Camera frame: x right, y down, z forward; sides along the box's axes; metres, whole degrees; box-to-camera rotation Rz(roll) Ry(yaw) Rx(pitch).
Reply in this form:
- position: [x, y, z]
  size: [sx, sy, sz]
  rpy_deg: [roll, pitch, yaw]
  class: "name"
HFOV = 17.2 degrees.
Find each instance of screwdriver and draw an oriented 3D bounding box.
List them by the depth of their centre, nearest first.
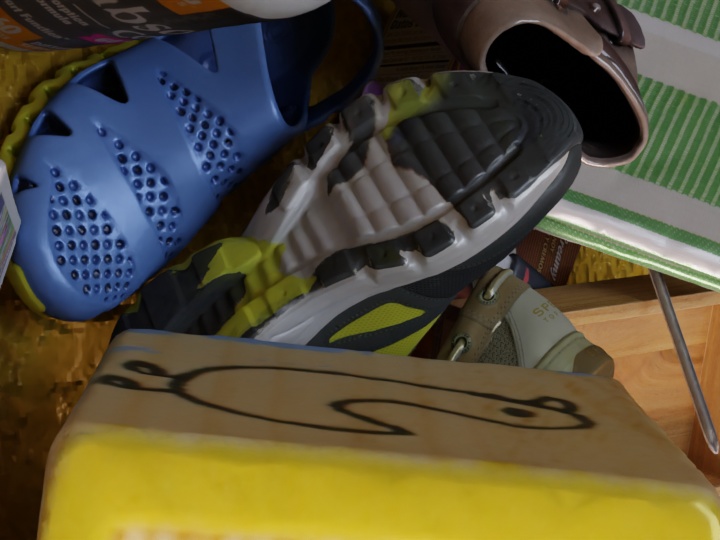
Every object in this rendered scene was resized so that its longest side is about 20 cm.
- position: [0.114, -0.014, 0.988]
  size: [0.028, 0.029, 0.202]
  rpy_deg: [9, 60, -42]
  class: "screwdriver"

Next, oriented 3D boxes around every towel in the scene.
- position: [0.141, -0.088, 1.001]
  size: [0.151, 0.023, 0.201]
  rpy_deg: [19, 62, -5]
  class: "towel"

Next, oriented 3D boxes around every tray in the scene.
- position: [0.100, 0.056, 1.000]
  size: [0.199, 0.037, 0.100]
  rpy_deg: [-6, 108, -48]
  class: "tray"

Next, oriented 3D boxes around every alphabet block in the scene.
- position: [-0.004, 0.134, 0.739]
  size: [0.193, 0.200, 0.198]
  rpy_deg: [4, 96, -3]
  class: "alphabet block"

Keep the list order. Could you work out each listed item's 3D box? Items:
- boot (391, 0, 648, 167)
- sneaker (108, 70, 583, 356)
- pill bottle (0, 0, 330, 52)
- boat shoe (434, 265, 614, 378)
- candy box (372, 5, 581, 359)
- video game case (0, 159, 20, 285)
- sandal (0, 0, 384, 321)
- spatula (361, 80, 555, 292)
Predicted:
- position: [0.031, -0.120, 0.894]
  size: [0.199, 0.147, 0.070]
  rpy_deg: [28, 112, -33]
  class: "boot"
- position: [0.000, 0.000, 0.869]
  size: [0.085, 0.199, 0.075]
  rpy_deg: [33, 29, -54]
  class: "sneaker"
- position: [-0.060, -0.140, 0.808]
  size: [0.116, 0.199, 0.118]
  rpy_deg: [2, 87, -45]
  class: "pill bottle"
- position: [0.009, 0.091, 0.887]
  size: [0.201, 0.063, 0.073]
  rpy_deg: [-50, 165, 7]
  class: "boat shoe"
- position: [0.029, -0.001, 1.001]
  size: [0.117, 0.056, 0.201]
  rpy_deg: [44, 60, -38]
  class: "candy box"
- position: [-0.136, 0.042, 0.730]
  size: [0.018, 0.200, 0.144]
  rpy_deg: [19, 85, -5]
  class: "video game case"
- position: [-0.060, -0.059, 0.889]
  size: [0.200, 0.087, 0.080]
  rpy_deg: [-52, 126, -32]
  class: "sandal"
- position: [0.046, -0.006, 0.963]
  size: [0.200, 0.020, 0.057]
  rpy_deg: [37, 64, -44]
  class: "spatula"
